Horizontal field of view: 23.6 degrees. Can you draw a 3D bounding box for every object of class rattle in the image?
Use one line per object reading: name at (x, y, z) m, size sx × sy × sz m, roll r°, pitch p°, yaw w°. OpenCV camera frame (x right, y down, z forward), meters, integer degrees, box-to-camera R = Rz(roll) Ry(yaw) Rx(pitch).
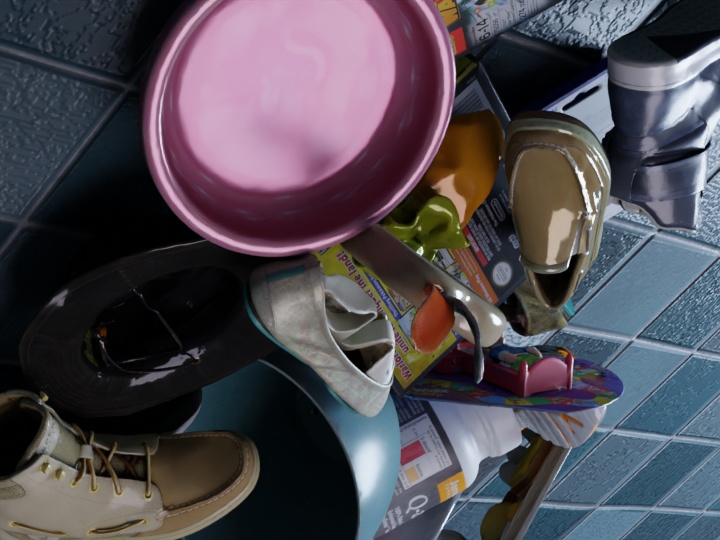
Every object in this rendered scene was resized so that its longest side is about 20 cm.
rattle at (0.070, -0.020, 1.089) m, size 0.143 × 0.130 × 0.200 m, roll -38°, pitch -177°, yaw 0°

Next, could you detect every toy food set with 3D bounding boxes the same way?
toy food set at (0.126, 0.207, 1.586) m, size 0.200 × 0.060 × 0.144 m, roll -58°, pitch 178°, yaw -24°

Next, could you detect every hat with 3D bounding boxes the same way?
hat at (-0.137, 0.013, 1.153) m, size 0.199 × 0.081 × 0.201 m, roll -15°, pitch 145°, yaw -11°

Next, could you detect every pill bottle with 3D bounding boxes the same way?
pill bottle at (0.029, 0.153, 1.464) m, size 0.199 × 0.117 × 0.117 m, roll -27°, pitch 149°, yaw -8°

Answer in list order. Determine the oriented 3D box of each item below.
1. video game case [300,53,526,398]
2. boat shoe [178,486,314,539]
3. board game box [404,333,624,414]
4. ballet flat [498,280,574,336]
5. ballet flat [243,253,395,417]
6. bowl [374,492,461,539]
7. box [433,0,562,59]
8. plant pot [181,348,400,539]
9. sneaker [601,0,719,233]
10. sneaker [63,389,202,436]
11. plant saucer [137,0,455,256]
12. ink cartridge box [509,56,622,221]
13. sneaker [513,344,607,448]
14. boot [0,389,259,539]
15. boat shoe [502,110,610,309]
video game case at (0.049, -0.029, 1.225) m, size 0.181 × 0.025 × 0.200 m, roll -43°, pitch 135°, yaw -9°
boat shoe at (-0.101, 0.216, 1.391) m, size 0.198 × 0.074 × 0.068 m, roll 19°, pitch 146°, yaw 2°
board game box at (0.111, 0.068, 1.372) m, size 0.158 × 0.199 × 0.039 m, roll -50°, pitch 144°, yaw -74°
ballet flat at (0.123, 0.001, 1.388) m, size 0.070 × 0.071 × 0.200 m, roll -33°, pitch 149°, yaw 2°
ballet flat at (-0.009, 0.046, 1.144) m, size 0.062 × 0.068 × 0.200 m, roll -23°, pitch 152°, yaw 14°
bowl at (0.011, 0.248, 1.569) m, size 0.202 × 0.090 × 0.201 m, roll -59°, pitch 177°, yaw -5°
box at (0.075, -0.219, 1.050) m, size 0.136 × 0.040 × 0.200 m, roll -29°, pitch 149°, yaw -4°
plant pot at (-0.046, 0.131, 1.317) m, size 0.135 × 0.200 × 0.200 m, roll -29°, pitch 157°, yaw -51°
sneaker at (0.239, -0.112, 1.237) m, size 0.202 × 0.077 × 0.147 m, roll -27°, pitch 125°, yaw -40°
sneaker at (-0.181, 0.152, 1.299) m, size 0.201 × 0.067 × 0.108 m, roll -33°, pitch 133°, yaw 11°
plant saucer at (-0.041, -0.107, 1.043) m, size 0.199 × 0.051 × 0.202 m, roll -11°, pitch 121°, yaw -19°
ink cartridge box at (0.168, -0.097, 1.308) m, size 0.099 × 0.039 × 0.200 m, roll -31°, pitch 150°, yaw -4°
sneaker at (0.163, 0.099, 1.495) m, size 0.077 × 0.078 × 0.200 m, roll -37°, pitch -167°, yaw -16°
boot at (-0.178, 0.129, 1.162) m, size 0.199 × 0.073 × 0.156 m, roll -11°, pitch 151°, yaw 6°
boat shoe at (0.133, -0.033, 1.174) m, size 0.071 × 0.077 × 0.200 m, roll 8°, pitch 156°, yaw 19°
